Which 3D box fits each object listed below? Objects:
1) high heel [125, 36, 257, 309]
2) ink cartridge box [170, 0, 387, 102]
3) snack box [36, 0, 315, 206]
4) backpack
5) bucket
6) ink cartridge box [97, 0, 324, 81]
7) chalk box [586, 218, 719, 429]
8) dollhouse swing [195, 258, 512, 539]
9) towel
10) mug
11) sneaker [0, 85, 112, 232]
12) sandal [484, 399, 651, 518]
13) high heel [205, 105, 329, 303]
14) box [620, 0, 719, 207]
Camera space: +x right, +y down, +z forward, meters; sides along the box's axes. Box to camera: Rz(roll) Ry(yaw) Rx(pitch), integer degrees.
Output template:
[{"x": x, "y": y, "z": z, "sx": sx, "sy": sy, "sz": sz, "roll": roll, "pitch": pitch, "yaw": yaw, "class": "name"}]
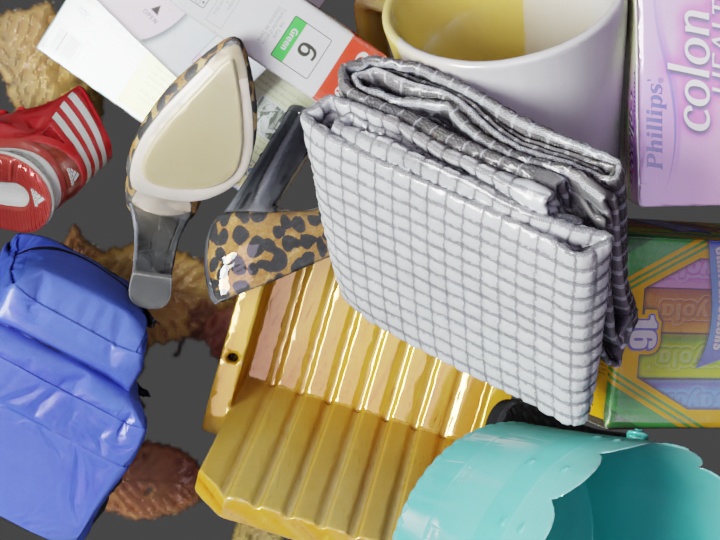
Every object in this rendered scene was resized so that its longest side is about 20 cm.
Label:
[{"x": -0.109, "y": -0.093, "z": 1.091, "sx": 0.071, "sy": 0.143, "sz": 0.201, "roll": 15, "pitch": 127, "yaw": -13, "class": "high heel"}, {"x": -0.035, "y": -0.142, "z": 1.080, "sx": 0.199, "sy": 0.109, "sz": 0.051, "roll": 32, "pitch": 97, "yaw": -22, "class": "ink cartridge box"}, {"x": -0.111, "y": -0.146, "z": 1.197, "sx": 0.199, "sy": 0.037, "sz": 0.117, "roll": 35, "pitch": 98, "yaw": 0, "class": "snack box"}, {"x": -0.215, "y": 0.068, "z": 1.147, "sx": 0.162, "sy": 0.200, "sz": 0.169, "roll": 35, "pitch": 93, "yaw": -15, "class": "backpack"}, {"x": 0.124, "y": 0.192, "z": 1.049, "sx": 0.205, "sy": 0.134, "sz": 0.210, "roll": -7, "pitch": 102, "yaw": -34, "class": "bucket"}, {"x": -0.082, "y": -0.228, "z": 1.122, "sx": 0.200, "sy": 0.057, "sz": 0.162, "roll": -43, "pitch": 110, "yaw": 10, "class": "ink cartridge box"}, {"x": 0.226, "y": 0.033, "z": 1.135, "sx": 0.198, "sy": 0.124, "sz": 0.125, "roll": 1, "pitch": 96, "yaw": -21, "class": "chalk box"}, {"x": 0.001, "y": 0.075, "z": 1.144, "sx": 0.198, "sy": 0.176, "sz": 0.184, "roll": 17, "pitch": 97, "yaw": 3, "class": "dollhouse swing"}, {"x": 0.070, "y": -0.023, "z": 1.002, "sx": 0.199, "sy": 0.166, "sz": 0.086, "roll": 26, "pitch": 56, "yaw": 26, "class": "towel"}, {"x": 0.094, "y": -0.117, "z": 1.086, "sx": 0.148, "sy": 0.187, "sz": 0.154, "roll": -20, "pitch": 129, "yaw": -6, "class": "mug"}, {"x": -0.256, "y": -0.083, "z": 1.206, "sx": 0.198, "sy": 0.115, "sz": 0.079, "roll": 17, "pitch": 125, "yaw": 30, "class": "sneaker"}, {"x": 0.148, "y": 0.138, "z": 1.176, "sx": 0.199, "sy": 0.045, "sz": 0.076, "roll": 28, "pitch": 68, "yaw": -33, "class": "sandal"}, {"x": 0.000, "y": 0.000, "z": 1.145, "sx": 0.199, "sy": 0.071, "sz": 0.143, "roll": 31, "pitch": 73, "yaw": -4, "class": "high heel"}, {"x": 0.211, "y": -0.135, "z": 1.094, "sx": 0.095, "sy": 0.200, "sz": 0.178, "roll": -1, "pitch": 95, "yaw": 4, "class": "box"}]
